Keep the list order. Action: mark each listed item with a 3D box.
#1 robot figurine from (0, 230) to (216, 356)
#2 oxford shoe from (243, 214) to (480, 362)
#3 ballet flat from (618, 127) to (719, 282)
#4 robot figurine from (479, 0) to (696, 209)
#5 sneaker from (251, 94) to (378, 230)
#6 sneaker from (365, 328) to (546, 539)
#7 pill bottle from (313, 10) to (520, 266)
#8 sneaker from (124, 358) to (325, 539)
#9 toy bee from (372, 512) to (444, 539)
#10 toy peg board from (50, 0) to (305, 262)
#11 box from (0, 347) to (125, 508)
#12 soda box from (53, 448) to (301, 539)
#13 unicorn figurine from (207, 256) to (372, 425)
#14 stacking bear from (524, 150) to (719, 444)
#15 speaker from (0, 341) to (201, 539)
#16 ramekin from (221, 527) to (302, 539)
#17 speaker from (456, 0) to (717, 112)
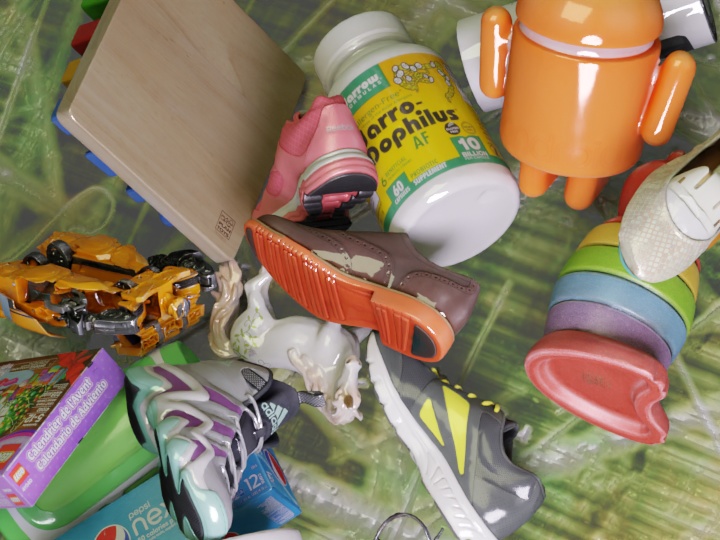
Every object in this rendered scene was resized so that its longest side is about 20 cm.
[{"bbox_3d":[-0.213,0.018,1.680,0.199,0.059,0.145,15,33,37],"label":"robot figurine"},{"bbox_3d":[0.000,0.000,1.563,0.199,0.071,0.073,28,60,24],"label":"oxford shoe"},{"bbox_3d":[0.255,-0.066,1.479,0.067,0.062,0.200,46,53,-1],"label":"ballet flat"},{"bbox_3d":[0.170,-0.150,1.547,0.116,0.201,0.144,-10,31,-27],"label":"robot figurine"},{"bbox_3d":[-0.038,-0.081,1.625,0.073,0.200,0.087,-5,76,-22],"label":"sneaker"},{"bbox_3d":[0.073,0.120,1.549,0.084,0.075,0.201,-30,68,1],"label":"sneaker"},{"bbox_3d":[0.039,-0.110,1.636,0.112,0.113,0.201,-31,58,7],"label":"pill bottle"},{"bbox_3d":[-0.088,0.119,1.511,0.139,0.078,0.200,-12,35,-15],"label":"sneaker"},{"bbox_3d":[0.059,0.277,1.470,0.130,0.109,0.201,25,103,22],"label":"toy bee"},{"bbox_3d":[-0.169,-0.137,1.684,0.097,0.200,0.200,-11,48,42],"label":"toy peg board"},{"bbox_3d":[-0.289,0.130,1.633,0.199,0.039,0.137,-10,37,48],"label":"box"},{"bbox_3d":[-0.151,0.206,1.599,0.199,0.064,0.068,-32,58,6],"label":"soda box"},{"bbox_3d":[-0.040,0.052,1.628,0.199,0.074,0.138,3,68,41],"label":"unicorn figurine"},{"bbox_3d":[0.209,0.007,1.520,0.113,0.122,0.201,18,65,18],"label":"stacking bear"},{"bbox_3d":[-0.204,0.145,1.638,0.200,0.088,0.089,-37,58,3],"label":"speaker"},{"bbox_3d":[-0.125,0.264,1.490,0.201,0.202,0.095,-22,76,12],"label":"ramekin"},{"bbox_3d":[0.180,-0.193,1.634,0.199,0.081,0.082,-16,62,15],"label":"speaker"}]
